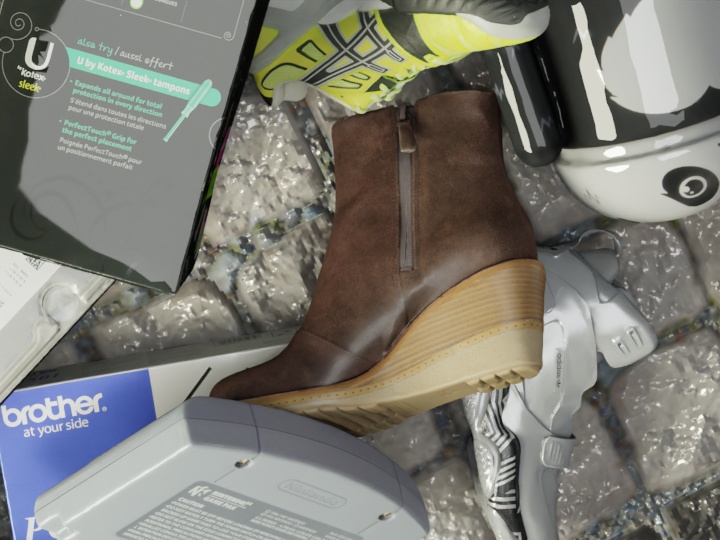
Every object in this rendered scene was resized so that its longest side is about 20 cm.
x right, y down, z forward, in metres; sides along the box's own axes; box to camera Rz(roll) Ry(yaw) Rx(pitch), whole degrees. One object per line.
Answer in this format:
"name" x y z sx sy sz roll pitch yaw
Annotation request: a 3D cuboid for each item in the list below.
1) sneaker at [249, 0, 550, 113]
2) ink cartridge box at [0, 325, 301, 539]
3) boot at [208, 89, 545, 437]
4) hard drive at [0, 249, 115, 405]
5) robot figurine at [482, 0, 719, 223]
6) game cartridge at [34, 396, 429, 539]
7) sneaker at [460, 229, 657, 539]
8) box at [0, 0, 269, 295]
"sneaker" 0.019 -0.126 1.337 0.075 0.200 0.077 -25 112 -45
"ink cartridge box" -0.103 0.093 1.419 0.200 0.044 0.094 -9 101 -6
"boot" 0.000 0.000 1.378 0.200 0.072 0.167 -15 69 11
"hard drive" -0.218 -0.002 1.362 0.140 0.038 0.200 44 84 -3
"robot figurine" 0.150 -0.125 1.368 0.150 0.125 0.200 -13 103 13
"game cartridge" -0.060 0.127 1.363 0.133 0.041 0.200 -29 145 29
"sneaker" 0.114 0.074 1.429 0.115 0.075 0.200 -14 100 -2
"box" -0.119 -0.104 1.268 0.124 0.149 0.200 15 94 -2
